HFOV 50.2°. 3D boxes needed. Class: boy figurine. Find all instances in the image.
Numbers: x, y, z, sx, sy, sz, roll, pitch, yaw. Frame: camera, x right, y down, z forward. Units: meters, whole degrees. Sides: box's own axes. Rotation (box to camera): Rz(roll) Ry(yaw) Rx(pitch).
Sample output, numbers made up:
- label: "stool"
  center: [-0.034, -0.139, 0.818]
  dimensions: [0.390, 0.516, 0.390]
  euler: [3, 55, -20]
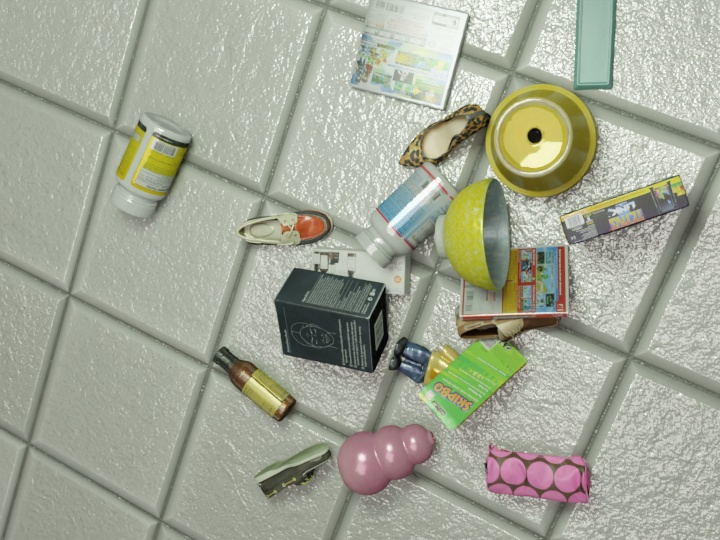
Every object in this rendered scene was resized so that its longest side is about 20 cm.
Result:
- label: "boy figurine"
  center: [0.156, 0.207, 1.510]
  dimensions: [0.198, 0.064, 0.126]
  euler: [24, 100, 17]

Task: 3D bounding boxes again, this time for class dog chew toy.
- label: "dog chew toy"
  center: [0.055, 0.368, 1.537]
  dimensions: [0.198, 0.124, 0.126]
  euler: [-23, 89, 11]

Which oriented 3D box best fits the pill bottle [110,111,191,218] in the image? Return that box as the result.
- label: "pill bottle"
  center: [-0.449, -0.222, 1.633]
  dimensions: [0.114, 0.114, 0.201]
  euler: [33, 105, 12]

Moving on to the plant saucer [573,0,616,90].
- label: "plant saucer"
  center: [0.418, -0.426, 1.369]
  dimensions: [0.069, 0.019, 0.203]
  euler: [3, 97, 18]

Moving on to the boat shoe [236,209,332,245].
- label: "boat shoe"
  center: [-0.156, -0.086, 1.579]
  dimensions: [0.197, 0.063, 0.072]
  euler: [-2, 94, 17]

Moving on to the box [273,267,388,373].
- label: "box"
  center: [-0.054, 0.097, 1.514]
  dimensions: [0.198, 0.107, 0.150]
  euler: [10, 131, 16]

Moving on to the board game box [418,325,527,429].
- label: "board game box"
  center: [0.211, 0.204, 1.450]
  dimensions: [0.199, 0.030, 0.096]
  euler: [-39, 68, -15]

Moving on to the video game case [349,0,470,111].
- label: "video game case"
  center: [0.092, -0.421, 1.477]
  dimensions: [0.198, 0.022, 0.184]
  euler: [18, 102, 15]

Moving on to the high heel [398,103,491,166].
- label: "high heel"
  center: [0.143, -0.246, 1.416]
  dimensions: [0.198, 0.142, 0.072]
  euler: [-26, 88, 19]

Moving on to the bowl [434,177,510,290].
- label: "bowl"
  center: [0.195, -0.063, 1.380]
  dimensions: [0.106, 0.200, 0.203]
  euler: [-1, 96, 24]

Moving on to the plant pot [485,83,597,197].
- label: "plant pot"
  center: [0.310, -0.228, 1.339]
  dimensions: [0.198, 0.189, 0.204]
  euler: [2, 97, 17]

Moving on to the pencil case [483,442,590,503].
- label: "pencil case"
  center: [0.335, 0.385, 1.462]
  dimensions: [0.197, 0.091, 0.095]
  euler: [3, 84, 16]

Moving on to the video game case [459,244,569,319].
- label: "video game case"
  center: [0.284, 0.022, 1.427]
  dimensions: [0.198, 0.017, 0.145]
  euler: [-3, 60, 19]

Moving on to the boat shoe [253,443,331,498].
- label: "boat shoe"
  center: [-0.135, 0.426, 1.632]
  dimensions: [0.200, 0.072, 0.061]
  euler: [-29, 91, 26]

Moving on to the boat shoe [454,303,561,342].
- label: "boat shoe"
  center: [0.274, 0.101, 1.438]
  dimensions: [0.198, 0.076, 0.072]
  euler: [-4, 54, 20]

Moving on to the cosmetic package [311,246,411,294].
- label: "cosmetic package"
  center: [0.000, 0.000, 1.543]
  dimensions: [0.197, 0.051, 0.084]
  euler: [3, 98, 18]

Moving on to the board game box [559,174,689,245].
- label: "board game box"
  center: [0.449, -0.103, 1.319]
  dimensions: [0.198, 0.165, 0.057]
  euler: [-19, 88, 20]

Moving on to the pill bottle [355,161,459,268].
- label: "pill bottle"
  center: [0.090, -0.101, 1.452]
  dimensions: [0.200, 0.109, 0.109]
  euler: [-42, 83, 6]

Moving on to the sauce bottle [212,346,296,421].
- label: "sauce bottle"
  center: [-0.229, 0.238, 1.642]
  dimensions: [0.199, 0.066, 0.066]
  euler: [40, 107, 12]
